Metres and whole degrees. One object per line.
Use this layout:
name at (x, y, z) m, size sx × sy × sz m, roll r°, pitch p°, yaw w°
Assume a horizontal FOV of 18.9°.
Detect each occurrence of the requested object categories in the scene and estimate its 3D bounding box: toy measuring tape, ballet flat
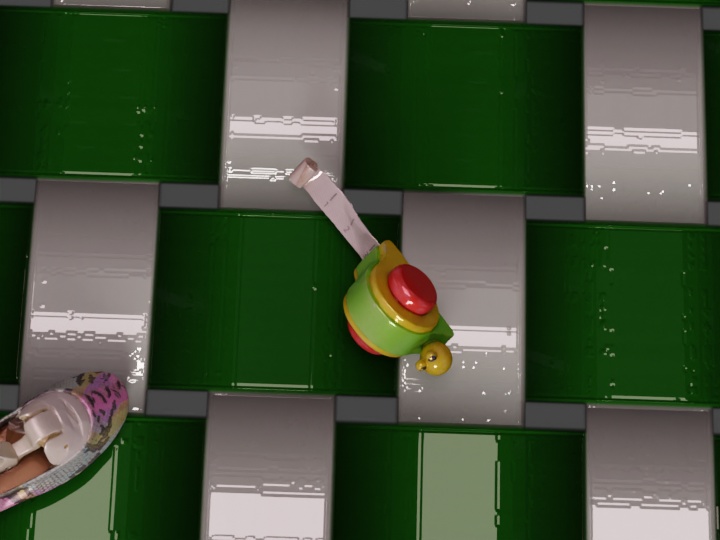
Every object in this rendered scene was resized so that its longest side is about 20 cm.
toy measuring tape at (0.000, 0.000, 1.632) m, size 0.073 × 0.074 × 0.201 m, roll -35°, pitch 78°, yaw -12°
ballet flat at (-0.257, 0.135, 1.584) m, size 0.199 × 0.071 × 0.069 m, roll -31°, pitch 74°, yaw -11°
